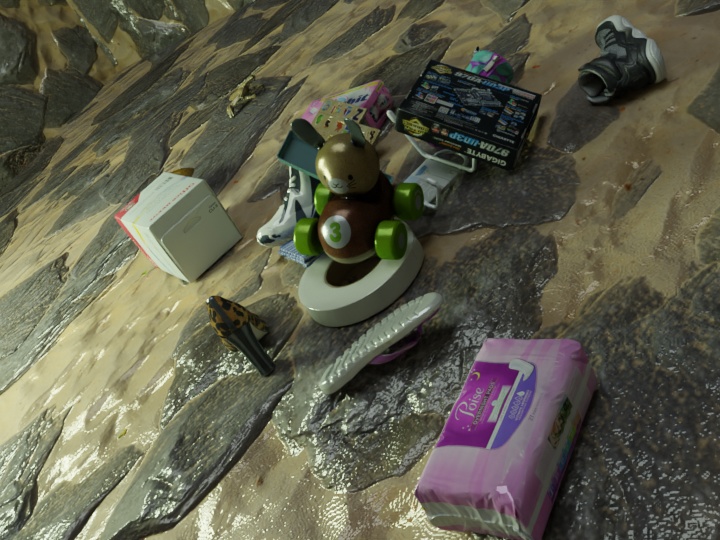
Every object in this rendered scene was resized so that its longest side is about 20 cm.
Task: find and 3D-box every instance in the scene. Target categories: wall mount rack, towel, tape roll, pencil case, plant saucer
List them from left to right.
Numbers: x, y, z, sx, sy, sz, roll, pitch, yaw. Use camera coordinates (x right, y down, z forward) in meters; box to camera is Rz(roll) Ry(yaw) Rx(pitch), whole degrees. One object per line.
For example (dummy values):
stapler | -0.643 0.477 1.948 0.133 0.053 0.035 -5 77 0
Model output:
towel | -0.056 -0.056 1.302 0.144 0.024 0.200 -35 15 -11
plant saucer | -0.043 -0.172 1.370 0.019 0.198 0.071 117 176 -55
tape roll | 0.000 0.000 1.198 0.201 0.037 0.204 -25 30 15
wall mount rack | 0.083 -0.173 1.274 0.172 0.075 0.200 23 49 28
pencil case | 0.184 -0.299 1.397 0.201 0.085 0.093 -51 -10 -25

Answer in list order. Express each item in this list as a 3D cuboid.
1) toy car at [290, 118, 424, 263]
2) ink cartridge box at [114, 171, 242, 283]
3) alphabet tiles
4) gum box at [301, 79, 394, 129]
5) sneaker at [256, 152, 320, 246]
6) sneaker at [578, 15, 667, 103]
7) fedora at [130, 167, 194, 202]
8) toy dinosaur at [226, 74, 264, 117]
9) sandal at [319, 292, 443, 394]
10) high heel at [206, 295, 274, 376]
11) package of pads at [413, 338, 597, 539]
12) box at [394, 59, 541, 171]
toy car | -0.022 -0.127 1.125 0.162 0.201 0.159 4 47 26
ink cartridge box | -0.358 -0.088 1.576 0.145 0.145 0.199 -44 31 -19
alphabet tiles | -0.048 -0.248 1.558 0.199 0.008 0.169 26 84 45
gum box | -0.033 -0.317 1.662 0.198 0.066 0.114 -9 39 37
sneaker | -0.114 -0.138 1.404 0.198 0.131 0.080 -33 -14 1
sneaker | 0.383 -0.328 1.249 0.113 0.076 0.201 -27 33 7
fedora | -0.441 -0.153 1.821 0.199 0.082 0.201 -26 25 13
toy dinosaur | -0.323 -0.508 2.243 0.100 0.058 0.201 -17 34 30
sandal | 0.033 0.098 1.017 0.202 0.050 0.083 -38 12 21
high heel | -0.198 0.063 1.197 0.071 0.143 0.200 -38 30 -8
package of pads | 0.143 0.160 0.781 0.119 0.076 0.201 -4 41 40
box | 0.172 -0.249 1.267 0.197 0.046 0.160 20 48 11
